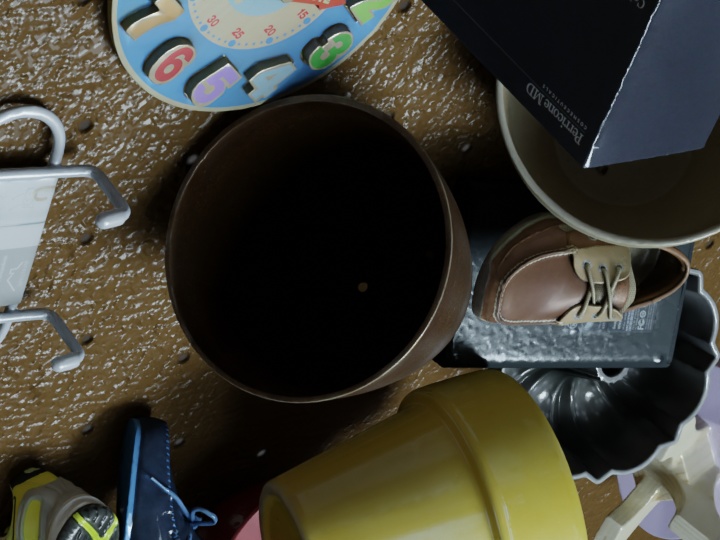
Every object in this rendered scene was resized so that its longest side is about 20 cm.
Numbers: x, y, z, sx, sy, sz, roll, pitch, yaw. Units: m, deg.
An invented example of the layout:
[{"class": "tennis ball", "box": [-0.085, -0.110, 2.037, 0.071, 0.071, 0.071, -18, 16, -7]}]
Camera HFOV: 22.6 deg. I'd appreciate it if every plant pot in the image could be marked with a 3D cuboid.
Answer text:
[{"class": "plant pot", "box": [0.000, 0.000, 1.174, 0.187, 0.187, 0.200, -45, 160, 9]}, {"class": "plant pot", "box": [0.035, 0.190, 1.288, 0.188, 0.201, 0.202, -14, 140, -19]}]

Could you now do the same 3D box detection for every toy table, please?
[{"class": "toy table", "box": [0.275, 0.180, 1.631, 0.117, 0.183, 0.201, -25, 134, -47]}]

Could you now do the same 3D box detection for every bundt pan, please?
[{"class": "bundt pan", "box": [0.184, 0.063, 1.437, 0.201, 0.076, 0.203, -7, 109, -22]}]

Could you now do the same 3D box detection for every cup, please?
[{"class": "cup", "box": [0.187, -0.105, 1.222, 0.200, 0.201, 0.143, -36, 173, -4]}]

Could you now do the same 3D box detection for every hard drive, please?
[{"class": "hard drive", "box": [0.153, 0.004, 1.342, 0.199, 0.033, 0.141, 1, 106, -26]}]

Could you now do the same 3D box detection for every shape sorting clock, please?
[{"class": "shape sorting clock", "box": [-0.051, -0.169, 1.033, 0.199, 0.039, 0.201, -25, 143, -20]}]

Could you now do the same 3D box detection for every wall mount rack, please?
[{"class": "wall mount rack", "box": [-0.228, 0.005, 1.035, 0.173, 0.075, 0.201, -8, 134, -37]}]

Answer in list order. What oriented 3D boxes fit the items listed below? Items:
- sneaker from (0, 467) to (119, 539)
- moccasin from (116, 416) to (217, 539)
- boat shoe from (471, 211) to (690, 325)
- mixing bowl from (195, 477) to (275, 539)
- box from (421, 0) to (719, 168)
[{"class": "sneaker", "box": [-0.222, 0.220, 1.285, 0.075, 0.076, 0.201, -21, 141, -43]}, {"class": "moccasin", "box": [-0.139, 0.202, 1.284, 0.068, 0.080, 0.202, -1, 100, -12]}, {"class": "boat shoe", "box": [0.157, 0.001, 1.248, 0.199, 0.072, 0.076, -17, 123, -43]}, {"class": "mixing bowl", "box": [-0.065, 0.240, 1.397, 0.199, 0.108, 0.202, -10, 106, -37]}, {"class": "box", "box": [0.138, -0.195, 1.037, 0.104, 0.200, 0.183, -10, 137, -36]}]
